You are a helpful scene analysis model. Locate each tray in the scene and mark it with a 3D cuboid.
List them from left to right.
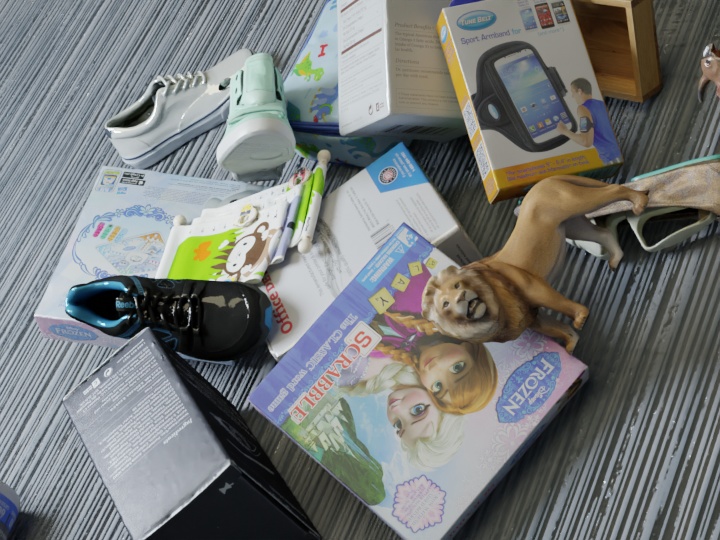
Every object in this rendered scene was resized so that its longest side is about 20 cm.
[{"bbox_3d":[0.189,-0.225,1.319,0.037,0.099,0.200,-35,36,-31],"label":"tray"}]

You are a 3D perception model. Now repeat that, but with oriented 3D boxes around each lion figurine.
[{"bbox_3d":[0.140,-0.014,1.110,0.122,0.073,0.200,27,62,13],"label":"lion figurine"}]

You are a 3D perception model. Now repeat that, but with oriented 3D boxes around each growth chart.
[{"bbox_3d":[-0.116,-0.028,1.314,0.200,0.018,0.145,-20,42,24],"label":"growth chart"}]

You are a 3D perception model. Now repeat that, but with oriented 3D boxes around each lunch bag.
[{"bbox_3d":[0.011,-0.206,1.448,0.160,0.082,0.200,13,65,38],"label":"lunch bag"}]

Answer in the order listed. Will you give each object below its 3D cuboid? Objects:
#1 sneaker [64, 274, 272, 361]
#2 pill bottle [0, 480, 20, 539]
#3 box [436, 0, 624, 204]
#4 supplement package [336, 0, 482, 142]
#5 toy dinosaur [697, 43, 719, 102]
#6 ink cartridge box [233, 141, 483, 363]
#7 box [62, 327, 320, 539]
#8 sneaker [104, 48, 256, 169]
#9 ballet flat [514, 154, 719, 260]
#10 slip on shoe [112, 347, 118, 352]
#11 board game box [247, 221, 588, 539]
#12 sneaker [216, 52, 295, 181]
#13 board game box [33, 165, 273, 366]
[{"bbox_3d":[-0.172,0.042,1.246,0.199,0.082,0.073,1,84,29],"label":"sneaker"},{"bbox_3d":[-0.406,0.287,1.307,0.114,0.114,0.200,-5,53,33],"label":"pill bottle"},{"bbox_3d":[0.145,-0.167,1.233,0.119,0.041,0.201,-13,77,-11],"label":"box"},{"bbox_3d":[0.051,-0.231,1.316,0.117,0.117,0.201,167,103,-66],"label":"supplement package"},{"bbox_3d":[0.347,-0.092,1.117,0.135,0.086,0.201,-18,62,37],"label":"toy dinosaur"},{"bbox_3d":[0.000,0.000,1.278,0.200,0.084,0.145,-35,42,6],"label":"ink cartridge box"},{"bbox_3d":[-0.146,0.170,1.194,0.104,0.148,0.200,-40,42,0],"label":"box"},{"bbox_3d":[-0.202,-0.194,1.594,0.200,0.071,0.073,-37,42,4],"label":"sneaker"},{"bbox_3d":[0.223,-0.046,1.177,0.200,0.068,0.067,-12,77,30],"label":"ballet flat"},{"bbox_3d":[-0.229,0.020,1.444,0.061,0.074,0.200,-14,45,-2],"label":"slip on shoe"},{"bbox_3d":[0.046,0.096,1.135,0.199,0.041,0.200,38,81,19],"label":"board game box"},{"bbox_3d":[-0.104,-0.156,1.339,0.074,0.200,0.119,-3,86,-6],"label":"sneaker"},{"bbox_3d":[-0.195,-0.009,1.392,0.199,0.043,0.199,8,52,12],"label":"board game box"}]
